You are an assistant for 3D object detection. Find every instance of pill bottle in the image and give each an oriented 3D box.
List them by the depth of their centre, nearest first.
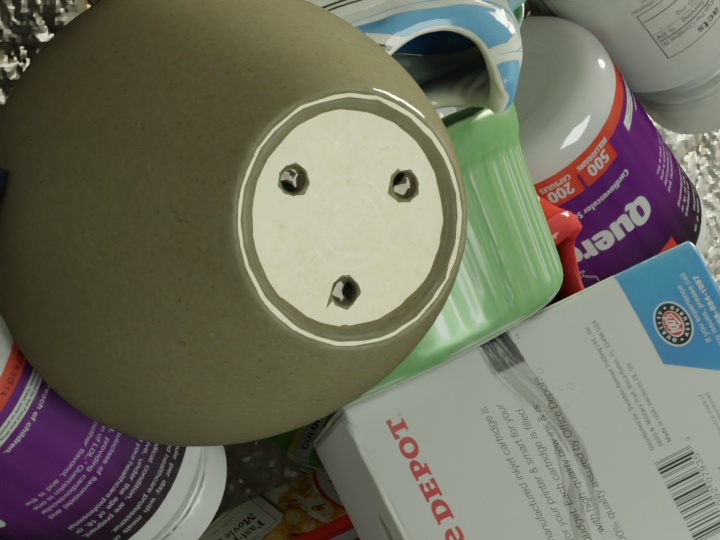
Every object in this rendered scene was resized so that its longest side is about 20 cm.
[{"bbox_3d":[-0.149,0.065,1.195,0.200,0.112,0.113,38,73,-47],"label":"pill bottle"},{"bbox_3d":[0.123,-0.044,1.482,0.113,0.112,0.200,-59,137,-18],"label":"pill bottle"},{"bbox_3d":[0.157,-0.166,1.483,0.200,0.114,0.115,45,68,-46],"label":"pill bottle"}]

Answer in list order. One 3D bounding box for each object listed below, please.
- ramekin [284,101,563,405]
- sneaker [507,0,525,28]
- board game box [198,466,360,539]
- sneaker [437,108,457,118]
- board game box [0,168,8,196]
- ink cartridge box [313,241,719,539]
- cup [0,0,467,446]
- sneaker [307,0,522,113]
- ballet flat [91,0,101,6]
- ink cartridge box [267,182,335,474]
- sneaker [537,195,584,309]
[{"bbox_3d":[0.000,0.000,1.273,0.200,0.200,0.098,-28,95,-41],"label":"ramekin"},{"bbox_3d":[0.077,-0.159,1.284,0.200,0.080,0.131,-23,141,-7],"label":"sneaker"},{"bbox_3d":[-0.028,0.176,1.360,0.200,0.046,0.152,-24,134,-21],"label":"board game box"},{"bbox_3d":[-0.014,-0.112,1.338,0.200,0.074,0.080,-4,99,-63],"label":"sneaker"},{"bbox_3d":[-0.228,0.040,1.092,0.035,0.135,0.200,19,87,-48],"label":"board game box"},{"bbox_3d":[0.099,0.097,1.273,0.200,0.084,0.145,-24,81,-17],"label":"ink cartridge box"},{"bbox_3d":[-0.036,-0.022,1.069,0.200,0.143,0.201,-1,93,-27],"label":"cup"},{"bbox_3d":[-0.024,-0.095,1.194,0.199,0.073,0.072,-6,136,-6],"label":"sneaker"},{"bbox_3d":[-0.078,-0.161,1.226,0.200,0.076,0.064,-62,169,30],"label":"ballet flat"},{"bbox_3d":[0.014,0.044,1.413,0.200,0.076,0.148,39,72,-48],"label":"ink cartridge box"},{"bbox_3d":[0.089,0.056,1.379,0.077,0.085,0.201,-25,117,-39],"label":"sneaker"}]
